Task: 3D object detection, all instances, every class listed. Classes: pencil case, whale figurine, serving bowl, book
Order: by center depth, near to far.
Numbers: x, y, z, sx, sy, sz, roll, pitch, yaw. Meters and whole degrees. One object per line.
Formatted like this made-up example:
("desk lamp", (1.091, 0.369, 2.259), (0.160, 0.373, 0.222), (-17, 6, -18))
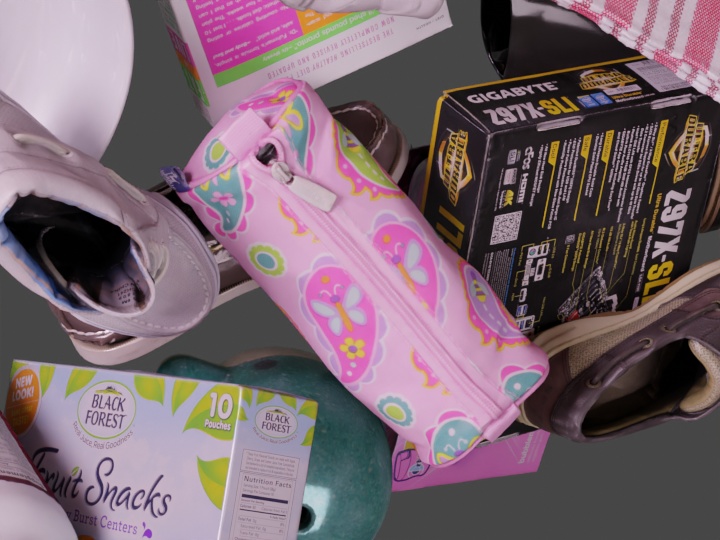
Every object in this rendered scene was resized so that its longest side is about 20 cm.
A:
("serving bowl", (-0.202, -0.090, 0.878), (0.199, 0.066, 0.201), (-21, 133, -24))
("book", (-0.043, -0.177, 0.944), (0.133, 0.048, 0.201), (-28, 131, -14))
("pencil case", (0.000, 0.000, 0.963), (0.087, 0.087, 0.200), (-41, 105, -2))
("whale figurine", (-0.078, 0.123, 1.084), (0.199, 0.104, 0.160), (-16, 111, -10))

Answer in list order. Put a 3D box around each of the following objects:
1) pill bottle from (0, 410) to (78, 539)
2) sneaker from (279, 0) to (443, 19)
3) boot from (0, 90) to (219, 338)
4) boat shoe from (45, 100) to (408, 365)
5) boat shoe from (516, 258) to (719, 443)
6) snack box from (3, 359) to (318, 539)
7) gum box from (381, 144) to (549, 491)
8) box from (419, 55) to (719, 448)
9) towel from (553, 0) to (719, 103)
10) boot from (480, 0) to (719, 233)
("pill bottle", (-0.196, 0.123, 0.942), (0.109, 0.200, 0.110), (-18, 130, -23))
("sneaker", (-0.016, -0.198, 0.877), (0.099, 0.078, 0.201), (-9, 115, -6))
("boot", (-0.115, -0.003, 0.894), (0.074, 0.096, 0.200), (-48, 138, 6))
("boat shoe", (-0.067, -0.029, 1.015), (0.199, 0.072, 0.060), (-31, 137, -4))
("boat shoe", (0.170, 0.049, 1.076), (0.199, 0.065, 0.074), (-21, 130, -26))
("snack box", (-0.109, 0.120, 0.971), (0.053, 0.200, 0.143), (15, 81, -39))
("gum box", (0.067, 0.021, 1.142), (0.113, 0.066, 0.201), (-4, 123, -34))
("box", (0.103, -0.008, 1.065), (0.159, 0.049, 0.201), (-14, 128, -31))
("towel", (0.156, -0.173, 1.017), (0.199, 0.030, 0.147), (26, 70, -27))
("boot", (0.131, -0.099, 1.108), (0.138, 0.077, 0.201), (-19, 118, -16))
